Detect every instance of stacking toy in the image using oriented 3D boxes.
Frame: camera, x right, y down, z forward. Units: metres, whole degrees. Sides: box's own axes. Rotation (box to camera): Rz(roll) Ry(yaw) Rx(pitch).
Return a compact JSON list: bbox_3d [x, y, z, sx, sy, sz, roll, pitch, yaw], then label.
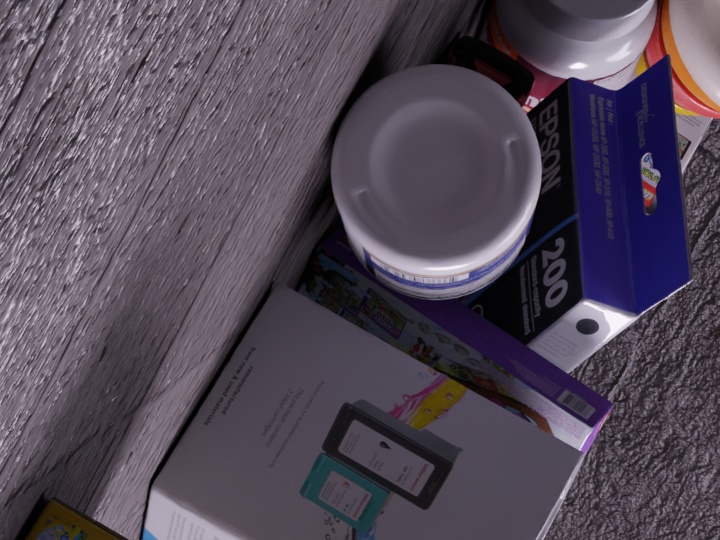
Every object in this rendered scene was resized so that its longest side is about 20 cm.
[{"bbox_3d":[0.233,-0.153,1.844,0.146,0.146,0.200,-59,-164,-23],"label":"stacking toy"}]

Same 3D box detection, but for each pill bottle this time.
[{"bbox_3d":[0.139,-0.165,1.804,0.110,0.109,0.200,-59,175,-21],"label":"pill bottle"},{"bbox_3d":[0.042,-0.043,1.469,0.111,0.111,0.200,-61,176,-5],"label":"pill bottle"}]

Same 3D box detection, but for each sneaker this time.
[{"bbox_3d":[0.057,-0.074,1.684,0.087,0.074,0.200,-62,176,28],"label":"sneaker"}]

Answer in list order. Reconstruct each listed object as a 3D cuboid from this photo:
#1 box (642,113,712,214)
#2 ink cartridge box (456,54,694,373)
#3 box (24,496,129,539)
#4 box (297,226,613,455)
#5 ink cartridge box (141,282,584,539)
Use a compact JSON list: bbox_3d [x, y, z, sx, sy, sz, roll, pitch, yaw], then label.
[{"bbox_3d":[0.200,-0.074,2.009,0.110,0.035,0.200,-59,-173,-16],"label":"box"},{"bbox_3d":[0.119,-0.022,1.665,0.200,0.043,0.198,-40,-146,34],"label":"ink cartridge box"},{"bbox_3d":[-0.128,0.223,1.178,0.193,0.122,0.200,-59,175,-11],"label":"box"},{"bbox_3d":[0.038,0.083,1.624,0.039,0.200,0.137,-40,161,-55],"label":"box"},{"bbox_3d":[-0.002,0.136,1.513,0.146,0.200,0.147,-59,175,-24],"label":"ink cartridge box"}]
